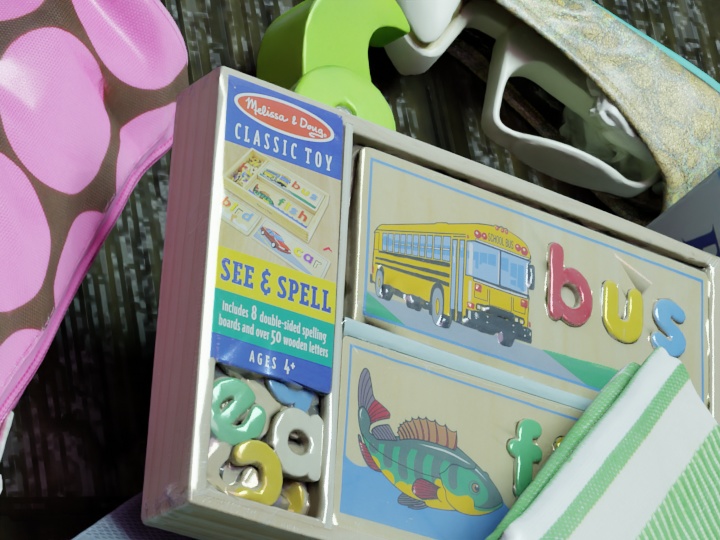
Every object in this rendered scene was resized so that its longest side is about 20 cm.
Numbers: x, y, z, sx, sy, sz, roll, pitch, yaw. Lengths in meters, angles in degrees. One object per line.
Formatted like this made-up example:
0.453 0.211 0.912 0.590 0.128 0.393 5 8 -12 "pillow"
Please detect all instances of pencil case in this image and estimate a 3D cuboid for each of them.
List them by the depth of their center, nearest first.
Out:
-0.115 -0.013 0.761 0.093 0.091 0.201 27 52 -3 "pencil case"

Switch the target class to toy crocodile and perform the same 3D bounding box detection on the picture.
0.000 0.000 0.832 0.061 0.067 0.201 0 65 -31 "toy crocodile"

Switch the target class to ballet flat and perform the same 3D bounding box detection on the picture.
0.048 -0.083 0.910 0.200 0.071 0.071 36 53 -9 "ballet flat"

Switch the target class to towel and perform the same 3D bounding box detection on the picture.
0.108 0.134 0.717 0.201 0.023 0.153 59 30 -5 "towel"

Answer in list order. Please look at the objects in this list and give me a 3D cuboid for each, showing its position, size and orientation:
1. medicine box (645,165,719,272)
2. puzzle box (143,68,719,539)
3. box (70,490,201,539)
0.202 0.063 0.895 0.199 0.103 0.183 0 65 -30 "medicine box"
0.030 0.031 0.765 0.199 0.025 0.134 18 62 -32 "puzzle box"
-0.017 0.124 0.668 0.157 0.051 0.200 24 10 8 "box"
